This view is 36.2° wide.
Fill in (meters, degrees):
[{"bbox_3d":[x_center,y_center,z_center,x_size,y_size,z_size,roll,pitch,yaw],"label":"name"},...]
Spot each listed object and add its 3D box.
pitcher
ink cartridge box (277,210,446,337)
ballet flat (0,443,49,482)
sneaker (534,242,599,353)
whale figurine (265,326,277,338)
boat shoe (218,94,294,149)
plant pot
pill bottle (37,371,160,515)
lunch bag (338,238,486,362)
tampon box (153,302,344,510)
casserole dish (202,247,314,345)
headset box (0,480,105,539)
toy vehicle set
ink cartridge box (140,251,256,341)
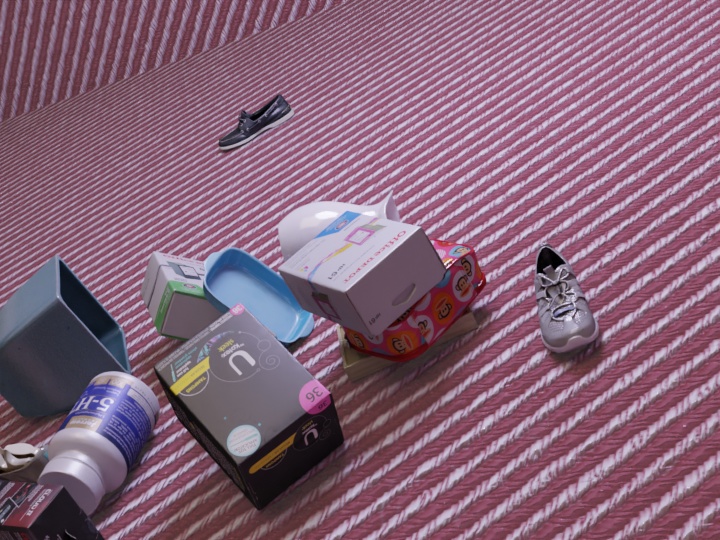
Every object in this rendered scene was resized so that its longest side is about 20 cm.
[{"bbox_3d":[-0.031,-0.043,1.833,0.198,0.122,0.172,-11,44,6],"label":"pitcher"},{"bbox_3d":[0.000,0.000,1.515,0.144,0.085,0.200,-41,28,-19],"label":"ink cartridge box"},{"bbox_3d":[-0.552,0.300,1.730,0.199,0.064,0.068,-10,31,30],"label":"ballet flat"},{"bbox_3d":[0.256,0.036,1.450,0.074,0.082,0.200,-23,27,8],"label":"sneaker"},{"bbox_3d":[-0.183,0.153,1.650,0.159,0.104,0.200,-33,3,-24],"label":"whale figurine"},{"bbox_3d":[-0.259,-0.358,2.631,0.198,0.066,0.075,-26,27,2],"label":"boat shoe"},{"bbox_3d":[-0.536,0.132,1.888,0.199,0.197,0.196,-35,27,1],"label":"plant pot"},{"bbox_3d":[-0.382,0.253,1.600,0.119,0.120,0.200,-13,30,24],"label":"pill bottle"},{"bbox_3d":[0.062,0.036,1.564,0.176,0.082,0.200,8,44,49],"label":"lunch bag"},{"bbox_3d":[-0.145,0.175,1.436,0.150,0.127,0.200,-37,55,-19],"label":"tampon box"},{"bbox_3d":[-0.165,0.047,1.740,0.039,0.199,0.121,-51,6,42],"label":"casserole dish"},{"bbox_3d":[-0.416,0.350,1.425,0.199,0.149,0.075,-4,35,37],"label":"headset box"},{"bbox_3d":[0.064,0.082,1.604,0.199,0.027,0.124,-24,27,6],"label":"toy vehicle set"},{"bbox_3d":[-0.273,0.048,1.825,0.200,0.145,0.085,44,117,62],"label":"ink cartridge box"}]
